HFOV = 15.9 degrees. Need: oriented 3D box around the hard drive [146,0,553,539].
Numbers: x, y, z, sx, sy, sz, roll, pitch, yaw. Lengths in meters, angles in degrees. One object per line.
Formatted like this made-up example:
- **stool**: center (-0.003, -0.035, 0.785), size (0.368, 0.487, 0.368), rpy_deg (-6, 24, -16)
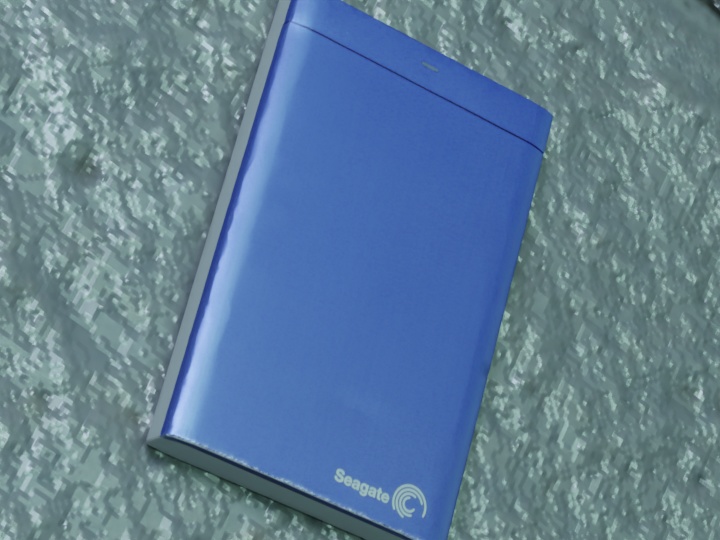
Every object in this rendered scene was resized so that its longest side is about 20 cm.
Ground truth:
- **hard drive**: center (0.000, 0.000, 1.054), size (0.131, 0.025, 0.201), rpy_deg (25, 67, -24)
